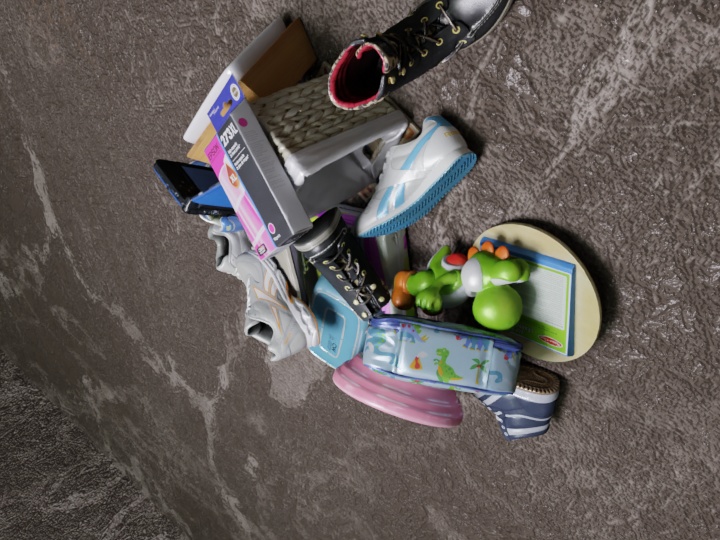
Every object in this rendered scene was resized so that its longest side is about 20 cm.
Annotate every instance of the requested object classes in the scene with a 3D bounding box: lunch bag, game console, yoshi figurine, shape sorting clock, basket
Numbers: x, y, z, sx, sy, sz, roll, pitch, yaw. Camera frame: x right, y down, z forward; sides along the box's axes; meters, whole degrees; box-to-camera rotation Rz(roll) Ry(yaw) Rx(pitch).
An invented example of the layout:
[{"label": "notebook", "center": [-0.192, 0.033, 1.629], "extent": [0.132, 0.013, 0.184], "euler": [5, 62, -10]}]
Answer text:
[{"label": "lunch bag", "center": [0.103, 0.107, 0.872], "extent": [0.199, 0.083, 0.161], "euler": [10, 176, 6]}, {"label": "game console", "center": [-0.179, -0.142, 1.010], "extent": [0.171, 0.200, 0.118], "euler": [49, 116, 28]}, {"label": "yoshi figurine", "center": [0.134, 0.037, 0.863], "extent": [0.200, 0.112, 0.112], "euler": [-13, 117, 52]}, {"label": "shape sorting clock", "center": [0.222, 0.030, 0.861], "extent": [0.200, 0.039, 0.200], "euler": [30, 134, 37]}, {"label": "basket", "center": [-0.060, -0.159, 0.853], "extent": [0.123, 0.200, 0.136], "euler": [48, 141, 11]}]

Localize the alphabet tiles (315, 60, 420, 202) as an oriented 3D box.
[{"label": "alphabet tiles", "center": [-0.001, -0.189, 0.930], "extent": [0.200, 0.006, 0.166], "euler": [47, 141, 5]}]

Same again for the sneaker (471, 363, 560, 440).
[{"label": "sneaker", "center": [0.193, 0.180, 0.985], "extent": [0.200, 0.070, 0.109], "euler": [17, 129, 31]}]

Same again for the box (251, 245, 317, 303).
[{"label": "box", "center": [-0.097, 0.027, 1.138], "extent": [0.095, 0.078, 0.200], "euler": [2, 121, 43]}]

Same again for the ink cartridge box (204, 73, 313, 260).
[{"label": "ink cartridge box", "center": [-0.132, -0.118, 0.779], "extent": [0.095, 0.037, 0.200], "euler": [-31, 84, 54]}]

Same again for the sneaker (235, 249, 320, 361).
[{"label": "sneaker", "center": [-0.148, 0.050, 0.997], "extent": [0.200, 0.092, 0.076], "euler": [47, 151, 30]}]

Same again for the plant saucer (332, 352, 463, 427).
[{"label": "plant saucer", "center": [0.060, 0.169, 0.979], "extent": [0.200, 0.200, 0.051], "euler": [20, 92, 33]}]

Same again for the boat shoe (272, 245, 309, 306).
[{"label": "boat shoe", "center": [-0.098, -0.016, 1.024], "extent": [0.073, 0.063, 0.200], "euler": [28, 135, 48]}]

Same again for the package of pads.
[{"label": "package of pads", "center": [0.000, 0.000, 1.030], "extent": [0.154, 0.068, 0.200], "euler": [16, 129, 34]}]

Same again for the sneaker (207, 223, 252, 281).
[{"label": "sneaker", "center": [-0.215, -0.010, 1.204], "extent": [0.078, 0.099, 0.200], "euler": [-17, 107, 49]}]

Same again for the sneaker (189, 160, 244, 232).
[{"label": "sneaker", "center": [-0.254, -0.133, 1.149], "extent": [0.200, 0.077, 0.076], "euler": [38, 134, 33]}]

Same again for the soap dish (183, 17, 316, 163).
[{"label": "soap dish", "center": [-0.155, -0.243, 0.930], "extent": [0.081, 0.157, 0.200], "euler": [40, 143, -14]}]

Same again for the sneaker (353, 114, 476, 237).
[{"label": "sneaker", "center": [0.059, -0.114, 0.865], "extent": [0.200, 0.076, 0.081], "euler": [-41, 70, 32]}]

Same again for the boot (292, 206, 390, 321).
[{"label": "boot", "center": [-0.016, -0.004, 0.882], "extent": [0.154, 0.073, 0.204], "euler": [53, 180, -7]}]

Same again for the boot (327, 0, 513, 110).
[{"label": "boot", "center": [0.061, -0.248, 0.708], "extent": [0.200, 0.151, 0.073], "euler": [-22, 104, 50]}]

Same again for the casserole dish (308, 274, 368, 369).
[{"label": "casserole dish", "center": [-0.035, 0.089, 1.046], "extent": [0.121, 0.039, 0.200], "euler": [31, 136, 19]}]
